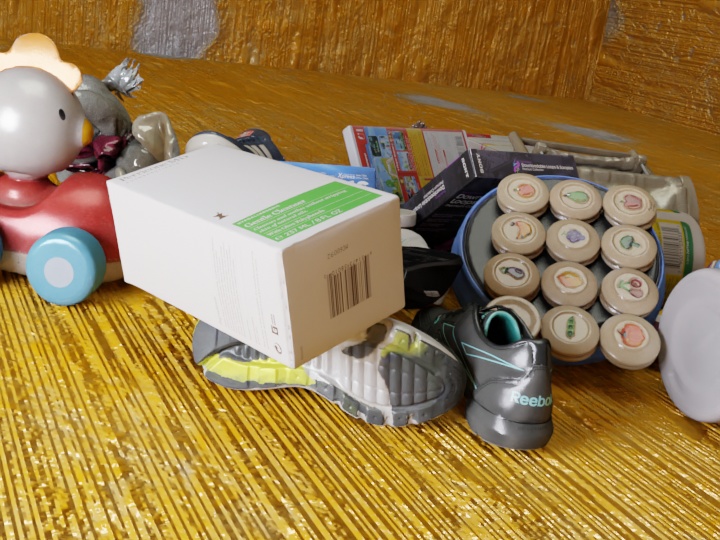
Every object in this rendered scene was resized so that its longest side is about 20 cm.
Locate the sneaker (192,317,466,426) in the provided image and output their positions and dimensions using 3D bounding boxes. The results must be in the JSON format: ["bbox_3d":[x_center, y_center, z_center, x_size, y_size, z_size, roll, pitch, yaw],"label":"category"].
[{"bbox_3d":[-0.018,0.052,0.656,0.196,0.076,0.085,12,17,10],"label":"sneaker"}]

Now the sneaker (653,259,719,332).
[{"bbox_3d":[0.332,0.033,0.871,0.198,0.092,0.074,-7,23,-43],"label":"sneaker"}]

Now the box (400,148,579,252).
[{"bbox_3d":[0.118,-0.068,0.976,0.141,0.037,0.200,-2,-22,-31],"label":"box"}]

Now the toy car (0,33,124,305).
[{"bbox_3d":[-0.271,-0.099,0.792,0.173,0.204,0.185,9,17,0],"label":"toy car"}]

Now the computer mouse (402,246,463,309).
[{"bbox_3d":[-0.004,0.008,0.760,0.138,0.047,0.199,9,11,26],"label":"computer mouse"}]

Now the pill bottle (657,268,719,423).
[{"bbox_3d":[0.356,0.065,0.734,0.196,0.122,0.120,4,17,-15],"label":"pill bottle"}]

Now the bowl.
[{"bbox_3d":[0.182,-0.009,0.832,0.196,0.040,0.203,0,51,1],"label":"bowl"}]

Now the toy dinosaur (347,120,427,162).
[{"bbox_3d":[0.033,-0.112,1.214,0.197,0.137,0.086,-5,-34,24],"label":"toy dinosaur"}]

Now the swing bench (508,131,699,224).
[{"bbox_3d":[0.300,-0.084,1.161,0.195,0.132,0.200,5,18,-15],"label":"swing bench"}]

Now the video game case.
[{"bbox_3d":[0.075,-0.110,1.139,0.197,0.146,0.017,-4,-15,-38],"label":"video game case"}]

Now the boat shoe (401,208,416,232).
[{"bbox_3d":[-0.040,-0.031,0.933,0.196,0.062,0.074,-1,10,-6],"label":"boat shoe"}]

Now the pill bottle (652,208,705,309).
[{"bbox_3d":[0.242,-0.016,0.944,0.196,0.115,0.113,6,17,-9],"label":"pill bottle"}]

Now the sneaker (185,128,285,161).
[{"bbox_3d":[-0.137,-0.131,1.033,0.074,0.086,0.200,-7,-17,16],"label":"sneaker"}]

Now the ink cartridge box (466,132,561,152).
[{"bbox_3d":[0.247,-0.155,1.438,0.143,0.084,0.200,1,19,-26],"label":"ink cartridge box"}]

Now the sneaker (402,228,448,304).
[{"bbox_3d":[0.000,0.000,0.844,0.197,0.072,0.080,-4,30,-32],"label":"sneaker"}]

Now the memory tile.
[{"bbox_3d":[0.185,-0.007,0.795,0.150,0.017,0.202,8,52,8],"label":"memory tile"}]

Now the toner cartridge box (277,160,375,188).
[{"bbox_3d":[-0.086,-0.077,0.982,0.196,0.044,0.095,3,-25,-8],"label":"toner cartridge box"}]

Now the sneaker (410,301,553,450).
[{"bbox_3d":[0.094,0.058,0.690,0.074,0.081,0.200,1,17,-20],"label":"sneaker"}]

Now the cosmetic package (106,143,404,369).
[{"bbox_3d":[-0.075,-0.018,0.622,0.198,0.086,0.107,21,36,41],"label":"cosmetic package"}]

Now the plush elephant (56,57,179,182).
[{"bbox_3d":[-0.279,-0.125,0.995,0.199,0.165,0.155,-40,84,-27],"label":"plush elephant"}]
